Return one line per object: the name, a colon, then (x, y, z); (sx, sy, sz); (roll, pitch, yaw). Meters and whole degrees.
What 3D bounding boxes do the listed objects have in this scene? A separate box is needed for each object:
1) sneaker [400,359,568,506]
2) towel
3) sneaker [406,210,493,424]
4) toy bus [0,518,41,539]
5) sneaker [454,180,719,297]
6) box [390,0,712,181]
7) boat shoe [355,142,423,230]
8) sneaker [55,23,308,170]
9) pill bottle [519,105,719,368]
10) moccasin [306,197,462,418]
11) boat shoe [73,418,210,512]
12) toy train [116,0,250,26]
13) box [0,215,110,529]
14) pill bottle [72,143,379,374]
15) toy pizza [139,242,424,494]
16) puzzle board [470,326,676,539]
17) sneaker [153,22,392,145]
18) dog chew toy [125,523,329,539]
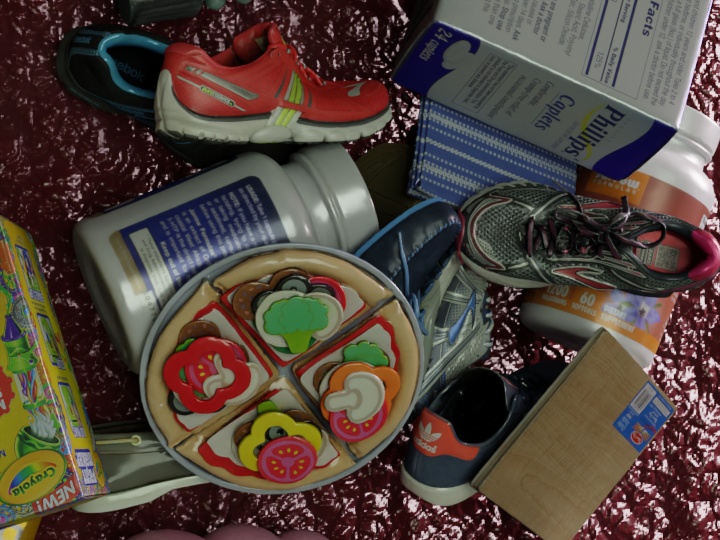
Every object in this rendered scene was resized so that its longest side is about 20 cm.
sneaker: (0.110, 0.101, 1.577); (0.200, 0.075, 0.085); (-32, 139, -44)
towel: (0.106, -0.124, 1.594); (0.145, 0.024, 0.200); (19, 62, -24)
sneaker: (0.066, 0.029, 1.601); (0.085, 0.077, 0.200); (24, 90, -32)
toy bus: (-0.263, 0.153, 1.464); (0.078, 0.065, 0.200); (21, 84, -22)
sneaker: (0.167, -0.025, 1.525); (0.200, 0.075, 0.081); (4, 86, -11)
box: (0.149, -0.194, 1.551); (0.200, 0.105, 0.184); (23, 62, -9)
boat shoe: (0.002, 0.001, 1.576); (0.073, 0.063, 0.201); (14, 80, 21)
sneaker: (-0.121, -0.119, 1.503); (0.200, 0.082, 0.073); (20, 82, -24)
pill bottle: (0.209, -0.033, 1.628); (0.112, 0.112, 0.200); (24, 83, -22)
moccasin: (0.010, 0.038, 1.498); (0.200, 0.068, 0.080); (-50, 155, 11)
boat shoe: (-0.119, 0.122, 1.520); (0.201, 0.072, 0.060); (-14, 103, -18)
toy train: (-0.100, -0.245, 1.495); (0.200, 0.085, 0.114); (-13, 88, -15)
box: (-0.293, 0.088, 1.366); (0.200, 0.122, 0.193); (-19, 85, 0)
pill bottle: (-0.094, -0.017, 1.490); (0.200, 0.120, 0.120); (-23, 101, -14)
toy pizza: (-0.052, 0.075, 1.438); (0.200, 0.032, 0.200); (-4, 117, -8)
puzzle board: (0.165, 0.131, 1.594); (0.151, 0.017, 0.200); (-51, 149, -1)
sneaker: (-0.055, -0.132, 1.466); (0.200, 0.077, 0.085); (-5, 101, -41)
dog chew toy: (-0.096, 0.240, 1.513); (0.200, 0.124, 0.125); (-10, 96, -30)
